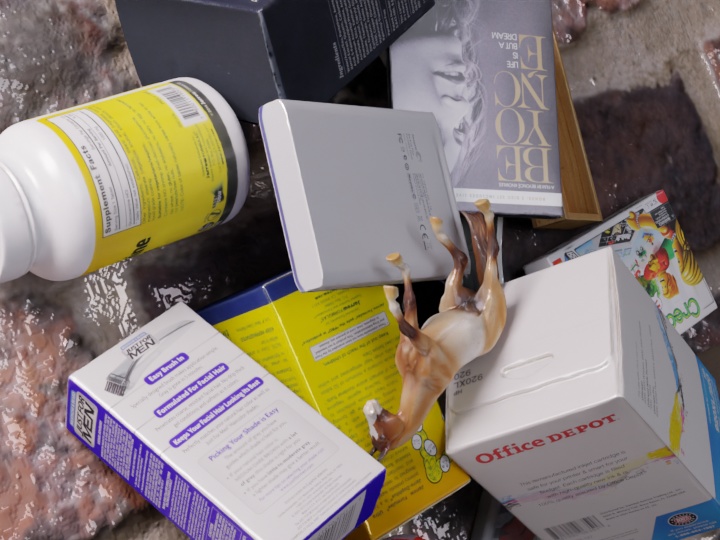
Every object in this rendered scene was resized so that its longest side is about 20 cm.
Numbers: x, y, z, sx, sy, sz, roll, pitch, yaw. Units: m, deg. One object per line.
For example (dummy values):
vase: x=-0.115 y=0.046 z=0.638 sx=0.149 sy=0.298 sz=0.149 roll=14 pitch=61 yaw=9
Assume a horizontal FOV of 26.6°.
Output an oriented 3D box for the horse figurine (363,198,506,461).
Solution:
horse figurine: x=0.061 y=0.032 z=1.103 sx=0.200 sy=0.050 sz=0.133 roll=-44 pitch=129 yaw=-46

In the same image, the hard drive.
hard drive: x=0.008 y=-0.055 z=1.113 sx=0.200 sy=0.025 sz=0.132 roll=-4 pitch=80 yaw=-56

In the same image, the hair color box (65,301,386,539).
hair color box: x=-0.095 y=0.121 z=1.041 sx=0.200 sy=0.065 sz=0.109 roll=38 pitch=50 yaw=20

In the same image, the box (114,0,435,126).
box: x=-0.061 y=-0.207 z=1.150 sx=0.200 sy=0.148 sz=0.104 roll=-47 pitch=137 yaw=-37

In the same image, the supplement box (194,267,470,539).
supplement box: x=-0.023 y=0.095 z=1.136 sx=0.109 sy=0.109 sz=0.200 roll=-25 pitch=93 yaw=-38

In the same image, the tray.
tray: x=0.162 y=-0.137 z=1.364 sx=0.099 sy=0.037 sz=0.200 roll=-2 pitch=76 yaw=-62

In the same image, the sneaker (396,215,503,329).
sneaker: x=0.069 y=-0.033 z=1.248 sx=0.099 sy=0.071 sz=0.200 roll=4 pitch=77 yaw=-61

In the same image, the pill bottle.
pill bottle: x=-0.184 y=-0.059 z=1.057 sx=0.200 sy=0.112 sz=0.113 roll=-22 pitch=91 yaw=-38

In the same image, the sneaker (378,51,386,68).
sneaker: x=0.081 y=-0.167 z=1.297 sx=0.070 sy=0.090 sz=0.200 roll=-40 pitch=101 yaw=-37

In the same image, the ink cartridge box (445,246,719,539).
ink cartridge box: x=0.177 y=0.110 z=1.178 sx=0.200 sy=0.147 sz=0.145 roll=46 pitch=34 yaw=-39

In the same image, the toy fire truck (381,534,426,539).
toy fire truck: x=0.052 y=0.275 z=1.113 sx=0.141 sy=0.049 sz=0.200 roll=-59 pitch=135 yaw=-74

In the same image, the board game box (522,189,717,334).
board game box: x=0.241 y=0.016 z=1.389 sx=0.200 sy=0.035 sz=0.126 roll=-28 pitch=93 yaw=-43

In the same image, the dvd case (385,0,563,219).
dvd case: x=0.092 y=-0.143 z=1.240 sx=0.148 sy=0.016 sz=0.200 roll=2 pitch=80 yaw=-20

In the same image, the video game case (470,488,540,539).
video game case: x=0.183 y=0.200 z=1.315 sx=0.182 sy=0.023 sz=0.200 roll=30 pitch=61 yaw=-26

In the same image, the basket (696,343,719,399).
basket: x=0.374 y=0.116 z=1.356 sx=0.136 sy=0.200 sz=0.181 roll=19 pitch=61 yaw=-45
